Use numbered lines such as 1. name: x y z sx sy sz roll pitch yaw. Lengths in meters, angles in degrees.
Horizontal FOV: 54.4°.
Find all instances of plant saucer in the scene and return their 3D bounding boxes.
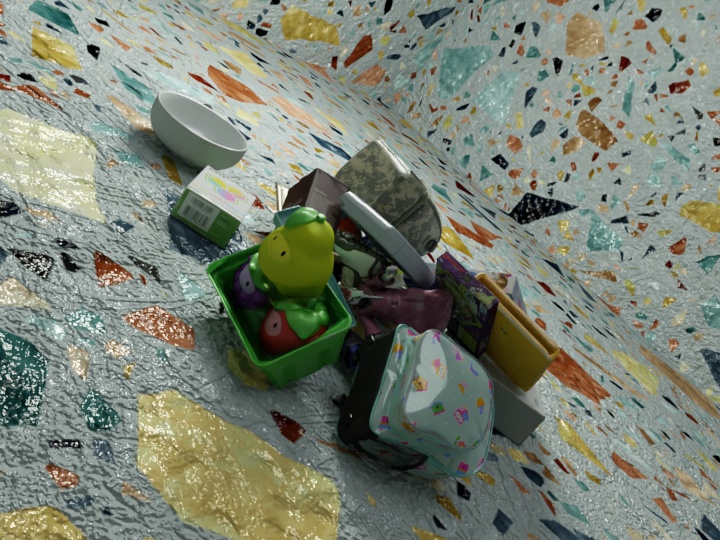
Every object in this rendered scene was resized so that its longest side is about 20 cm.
1. plant saucer: -0.069 0.001 1.035 0.070 0.019 0.200 -25 89 -60

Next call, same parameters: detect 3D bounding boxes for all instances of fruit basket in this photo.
1. fruit basket: -0.102 0.019 0.906 0.155 0.216 0.216 -23 49 -17

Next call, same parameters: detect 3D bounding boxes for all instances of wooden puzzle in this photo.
1. wooden puzzle: -0.068 -0.083 1.288 0.185 0.037 0.200 22 27 -24

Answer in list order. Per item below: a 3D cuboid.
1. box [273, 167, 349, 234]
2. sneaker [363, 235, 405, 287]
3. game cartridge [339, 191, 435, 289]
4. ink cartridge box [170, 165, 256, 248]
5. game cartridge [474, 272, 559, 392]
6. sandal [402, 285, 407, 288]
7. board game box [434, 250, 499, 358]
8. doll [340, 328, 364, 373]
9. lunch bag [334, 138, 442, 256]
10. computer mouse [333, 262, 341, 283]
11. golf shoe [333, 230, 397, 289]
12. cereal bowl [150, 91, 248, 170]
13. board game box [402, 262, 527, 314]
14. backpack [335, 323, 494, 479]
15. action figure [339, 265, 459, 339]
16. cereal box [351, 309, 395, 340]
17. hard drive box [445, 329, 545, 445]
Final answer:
1. box: -0.092 -0.054 1.126 0.075 0.100 0.200 28 60 -25
2. sneaker: 0.052 -0.023 1.403 0.200 0.076 0.105 35 37 -76
3. game cartridge: 0.051 -0.042 1.144 0.133 0.042 0.200 39 -3 36
4. ink cartridge box: -0.246 -0.121 1.220 0.104 0.059 0.200 33 19 -10
5. game cartridge: 0.241 0.109 1.172 0.176 0.032 0.200 48 -14 19
6. sandal: 0.117 0.017 1.513 0.211 0.078 0.070 23 16 -16
7. board game box: 0.170 0.062 1.164 0.120 0.032 0.200 42 -19 22
8. doll: -0.012 0.124 1.073 0.136 0.048 0.200 30 17 -48
9. lunch bag: 0.060 -0.127 1.324 0.168 0.139 0.200 41 9 -36
10. computer mouse: -0.071 -0.031 1.287 0.138 0.053 0.200 -1 34 -47
11. golf shoe: 0.000 0.000 1.143 0.077 0.088 0.200 33 -3 27
12. cereal bowl: -0.325 -0.261 1.371 0.200 0.083 0.200 33 19 -13
13. board game box: 0.198 0.055 1.286 0.200 0.041 0.200 8 -24 25
14. backpack: 0.092 0.183 0.936 0.200 0.153 0.176 38 51 -27
15. action figure: 0.051 0.049 1.134 0.200 0.134 0.149 15 11 -17
16. cereal box: 0.050 0.102 1.251 0.144 0.040 0.200 36 19 0
17. hard drive box: 0.231 0.201 1.284 0.200 0.077 0.156 35 19 -4
